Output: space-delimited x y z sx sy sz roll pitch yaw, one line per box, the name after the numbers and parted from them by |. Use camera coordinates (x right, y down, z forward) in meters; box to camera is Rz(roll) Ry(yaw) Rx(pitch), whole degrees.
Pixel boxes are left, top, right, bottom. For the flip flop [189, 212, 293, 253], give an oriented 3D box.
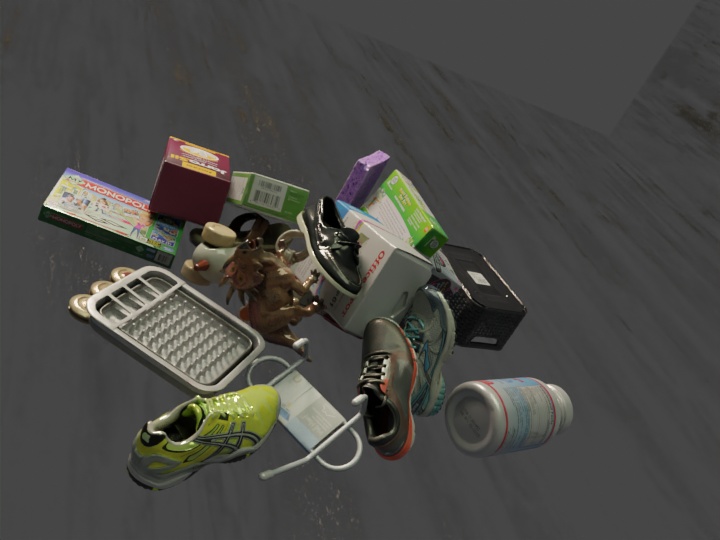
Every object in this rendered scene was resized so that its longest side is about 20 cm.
-0.191 -0.067 1.366 0.200 0.058 0.081 -3 24 -42 | flip flop

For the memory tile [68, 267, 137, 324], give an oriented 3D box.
-0.275 0.069 1.100 0.200 0.017 0.153 31 26 3 | memory tile

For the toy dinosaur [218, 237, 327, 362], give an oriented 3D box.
-0.127 0.039 1.121 0.135 0.200 0.086 -23 22 -39 | toy dinosaur

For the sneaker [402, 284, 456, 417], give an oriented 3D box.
0.080 0.119 1.175 0.086 0.200 0.078 -3 14 -29 | sneaker

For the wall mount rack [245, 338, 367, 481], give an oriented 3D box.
-0.094 0.179 1.030 0.174 0.075 0.200 -36 62 -27 | wall mount rack

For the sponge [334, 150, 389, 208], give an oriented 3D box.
-0.020 -0.123 1.491 0.030 0.200 0.112 35 27 7 | sponge

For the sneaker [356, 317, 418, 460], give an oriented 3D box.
0.031 0.148 1.104 0.082 0.077 0.200 40 37 -55 | sneaker

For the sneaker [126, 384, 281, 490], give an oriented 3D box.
-0.163 0.174 0.919 0.075 0.076 0.200 40 40 24 | sneaker

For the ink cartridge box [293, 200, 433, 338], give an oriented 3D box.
0.000 0.000 1.251 0.085 0.145 0.200 25 10 -37 | ink cartridge box

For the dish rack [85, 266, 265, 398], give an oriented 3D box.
-0.236 0.083 1.048 0.200 0.044 0.172 32 25 6 | dish rack

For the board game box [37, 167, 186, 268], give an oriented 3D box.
-0.372 -0.081 1.259 0.200 0.029 0.135 22 28 -15 | board game box

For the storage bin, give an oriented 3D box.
0.196 0.046 1.528 0.135 0.094 0.200 10 31 -35 | storage bin

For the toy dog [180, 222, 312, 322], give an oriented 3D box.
-0.170 0.007 1.205 0.200 0.132 0.096 6 19 2 | toy dog

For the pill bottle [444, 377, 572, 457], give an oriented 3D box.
0.228 0.216 1.235 0.200 0.109 0.109 3 36 -43 | pill bottle

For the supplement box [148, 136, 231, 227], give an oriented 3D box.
-0.278 -0.147 1.357 0.110 0.086 0.200 17 16 -16 | supplement box

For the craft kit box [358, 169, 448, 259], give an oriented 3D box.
0.034 -0.044 1.367 0.048 0.198 0.200 31 20 -33 | craft kit box

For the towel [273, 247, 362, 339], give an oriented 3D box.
-0.067 0.034 1.369 0.200 0.023 0.144 30 24 -3 | towel

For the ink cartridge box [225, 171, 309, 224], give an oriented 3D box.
-0.169 -0.127 1.412 0.104 0.059 0.200 17 0 -21 | ink cartridge box

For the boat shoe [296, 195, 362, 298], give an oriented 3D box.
-0.033 -0.041 1.182 0.074 0.066 0.199 33 19 -34 | boat shoe

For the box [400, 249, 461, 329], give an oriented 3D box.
0.072 -0.011 1.436 0.115 0.132 0.200 35 20 -32 | box
